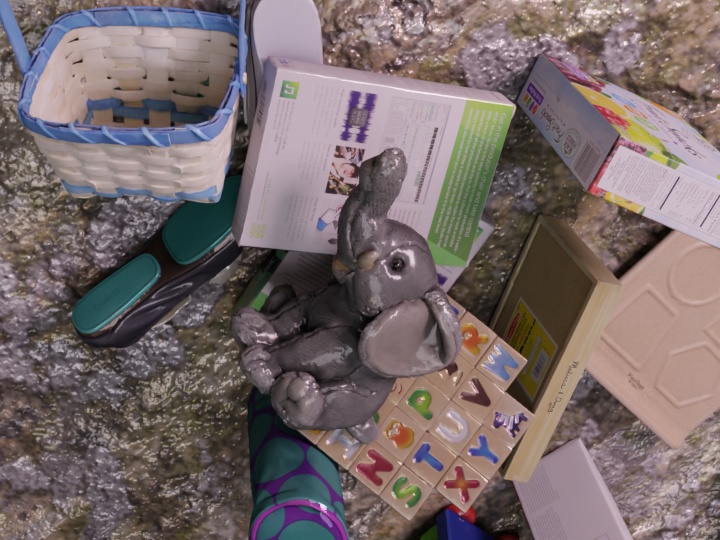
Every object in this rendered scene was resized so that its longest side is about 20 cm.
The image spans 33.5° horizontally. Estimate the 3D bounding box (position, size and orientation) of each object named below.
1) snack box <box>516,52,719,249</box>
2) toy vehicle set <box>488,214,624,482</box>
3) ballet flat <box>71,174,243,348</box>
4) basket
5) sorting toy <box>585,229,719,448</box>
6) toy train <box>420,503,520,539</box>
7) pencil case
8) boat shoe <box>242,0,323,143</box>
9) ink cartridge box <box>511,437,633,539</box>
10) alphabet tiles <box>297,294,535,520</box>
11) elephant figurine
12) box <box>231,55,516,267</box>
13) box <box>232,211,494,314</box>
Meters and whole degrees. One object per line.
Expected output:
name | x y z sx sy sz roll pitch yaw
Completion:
snack box | 0.215 -0.094 0.929 0.141 0.200 0.053 21 112 -19
toy vehicle set | 0.151 0.067 1.044 0.026 0.125 0.202 11 115 -22
ballet flat | -0.151 -0.002 1.002 0.199 0.073 0.073 -39 116 5
basket | -0.167 -0.147 0.861 0.174 0.140 0.201 5 145 2
sorting toy | 0.309 0.047 1.115 0.185 0.037 0.200 40 101 -24
toy train | 0.125 0.329 1.207 0.199 0.085 0.116 36 117 -23
pencil case | -0.057 0.173 1.024 0.084 0.201 0.093 1 118 -5
boat shoe | -0.061 -0.129 0.942 0.070 0.070 0.202 -11 116 -12
ink cartridge box | 0.232 0.293 1.131 0.083 0.200 0.176 -28 117 7
alphabet tiles | 0.039 0.099 0.991 0.199 0.006 0.167 39 84 0
elephant figurine | 0.012 0.026 0.900 0.200 0.155 0.142 -41 77 15
box | 0.010 -0.080 0.929 0.198 0.036 0.146 6 115 -20
box | 0.000 0.000 1.031 0.144 0.036 0.201 30 108 -21
